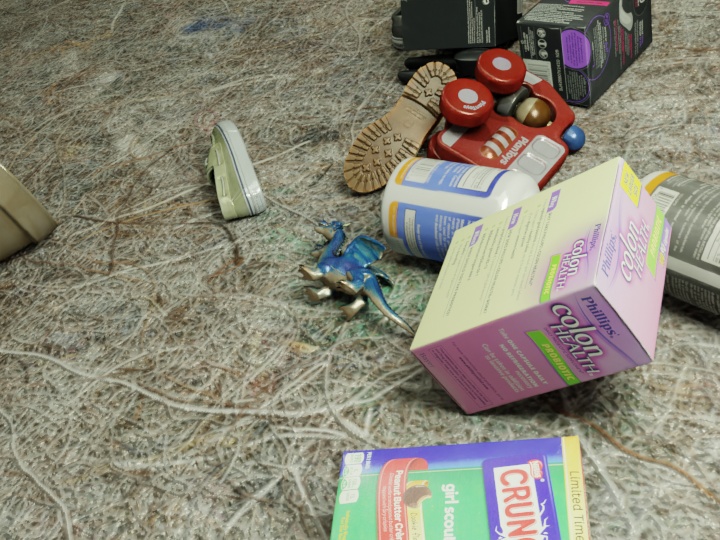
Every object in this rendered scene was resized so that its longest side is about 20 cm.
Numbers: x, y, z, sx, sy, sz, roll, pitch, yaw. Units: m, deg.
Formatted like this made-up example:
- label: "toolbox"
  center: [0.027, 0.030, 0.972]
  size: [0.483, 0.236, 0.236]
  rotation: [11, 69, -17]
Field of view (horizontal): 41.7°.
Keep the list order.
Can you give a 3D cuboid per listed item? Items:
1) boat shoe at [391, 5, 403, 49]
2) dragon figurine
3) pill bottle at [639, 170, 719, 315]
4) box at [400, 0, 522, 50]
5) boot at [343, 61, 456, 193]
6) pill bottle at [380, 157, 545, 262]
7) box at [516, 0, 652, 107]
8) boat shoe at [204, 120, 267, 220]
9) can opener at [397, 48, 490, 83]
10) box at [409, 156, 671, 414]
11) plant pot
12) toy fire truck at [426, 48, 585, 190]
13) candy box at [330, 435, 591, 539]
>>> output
- label: "boat shoe"
  center: [0.099, -0.446, 1.586]
  size: [0.069, 0.067, 0.200]
  rotation: [9, 43, 28]
- label: "dragon figurine"
  center: [0.000, 0.000, 1.054]
  size: [0.199, 0.059, 0.099]
  rotation: [20, 49, 39]
- label: "pill bottle"
  center: [0.354, -0.016, 0.910]
  size: [0.116, 0.117, 0.199]
  rotation: [-37, 43, -27]
- label: "box"
  center: [0.156, -0.378, 1.419]
  size: [0.140, 0.080, 0.200]
  rotation: [5, 19, 20]
- label: "boot"
  center: [0.054, -0.174, 1.257]
  size: [0.075, 0.107, 0.200]
  rotation: [40, 82, 6]
- label: "pill bottle"
  center: [0.132, -0.058, 1.041]
  size: [0.199, 0.113, 0.112]
  rotation: [13, 45, 30]
- label: "box"
  center: [0.317, -0.334, 1.324]
  size: [0.106, 0.123, 0.200]
  rotation: [18, 47, 36]
- label: "boat shoe"
  center: [-0.181, -0.141, 1.285]
  size: [0.062, 0.072, 0.200]
  rotation: [-18, 40, -9]
- label: "can opener"
  center: [0.141, -0.298, 1.391]
  size: [0.199, 0.079, 0.063]
  rotation: [11, 51, 43]
- label: "box"
  center: [0.169, 0.017, 0.876]
  size: [0.199, 0.097, 0.176]
  rotation: [-25, 27, 39]
- label: "plant pot"
  center: [-0.528, -0.070, 1.234]
  size: [0.174, 0.200, 0.199]
  rotation: [-47, 46, -15]
- label: "toy fire truck"
  center: [0.190, -0.176, 1.196]
  size: [0.167, 0.113, 0.200]
  rotation: [35, 56, 17]
- label: "candy box"
  center: [0.079, 0.220, 0.731]
  size: [0.198, 0.077, 0.170]
  rotation: [-5, 38, 11]
